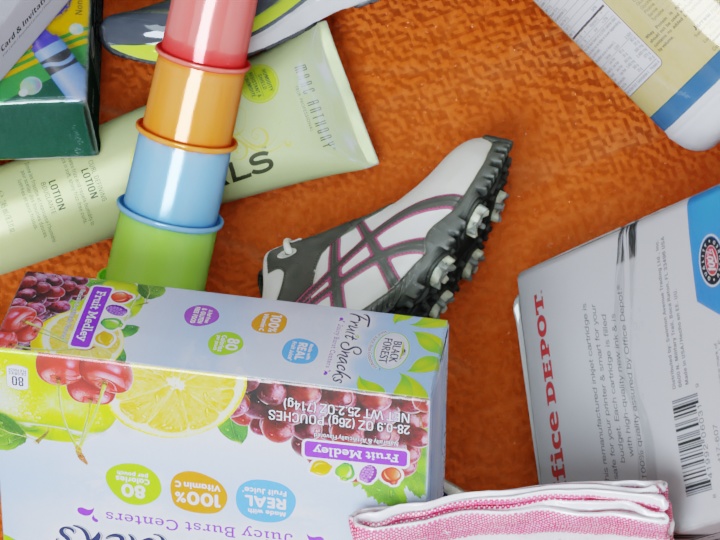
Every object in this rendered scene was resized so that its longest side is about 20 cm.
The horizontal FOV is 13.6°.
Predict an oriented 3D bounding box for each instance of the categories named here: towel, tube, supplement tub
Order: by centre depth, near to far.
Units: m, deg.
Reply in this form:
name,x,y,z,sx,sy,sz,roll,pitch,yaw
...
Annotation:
name,x,y,z,sx,sy,sz,roll,pitch,yaw
towel,0.072,0.180,1.371,0.145,0.201,0.030,-6,36,-1
supplement tub,0.142,-0.172,1.449,0.145,0.145,0.200,-45,89,-6
tube,-0.096,-0.056,1.498,0.199,0.058,0.052,-20,39,-5

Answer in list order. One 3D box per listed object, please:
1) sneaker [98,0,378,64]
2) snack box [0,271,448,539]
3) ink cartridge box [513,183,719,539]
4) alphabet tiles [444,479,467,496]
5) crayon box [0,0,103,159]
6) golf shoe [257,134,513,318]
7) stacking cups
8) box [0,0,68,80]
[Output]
name,x,y,z,sx,sy,sz,roll,pitch,yaw
sneaker,-0.040,-0.159,1.493,0.199,0.074,0.081,-24,101,-9
snack box,-0.062,0.095,1.381,0.199,0.169,0.068,8,36,8
ink cartridge box,0.161,0.049,1.387,0.084,0.200,0.147,-1,78,-28
alphabet tiles,-0.034,0.173,1.452,0.167,0.008,0.201,28,82,6
crayon box,-0.228,-0.116,1.489,0.199,0.052,0.126,-3,57,2
golf shoe,0.000,0.000,1.459,0.088,0.077,0.200,33,68,15
stacking cups,-0.084,-0.046,1.452,0.060,0.061,0.201,17,104,5
box,-0.227,-0.144,1.453,0.155,0.041,0.200,28,61,19
